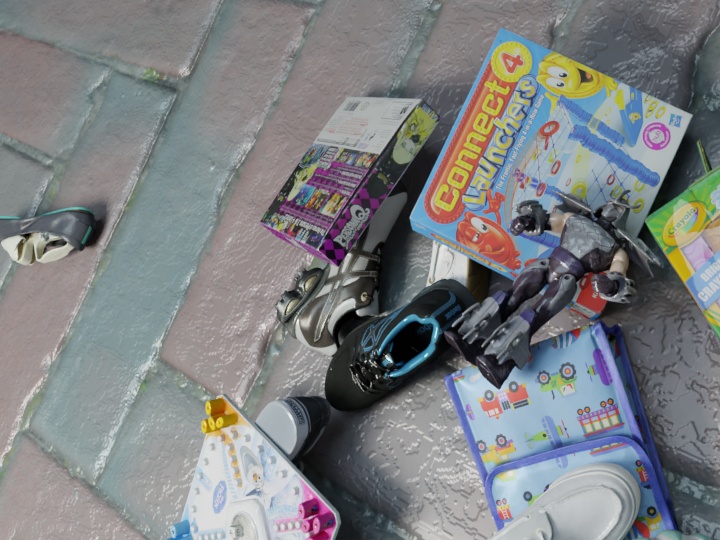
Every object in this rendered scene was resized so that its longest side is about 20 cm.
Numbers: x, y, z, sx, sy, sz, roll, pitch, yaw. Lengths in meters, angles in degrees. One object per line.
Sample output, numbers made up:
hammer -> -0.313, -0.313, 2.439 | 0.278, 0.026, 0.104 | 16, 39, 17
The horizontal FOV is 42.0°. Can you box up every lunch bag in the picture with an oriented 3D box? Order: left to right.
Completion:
lunch bag -> 0.180, 0.166, 0.816 | 0.148, 0.094, 0.204 | -22, 76, 23

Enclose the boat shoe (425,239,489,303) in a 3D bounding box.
boat shoe -> 0.096, -0.060, 0.948 | 0.068, 0.071, 0.205 | 1, 74, 30

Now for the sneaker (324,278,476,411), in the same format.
sneaker -> 0.023, 0.080, 0.912 | 0.074, 0.082, 0.200 | 50, 122, 4

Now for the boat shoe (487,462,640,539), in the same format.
boat shoe -> 0.140, 0.229, 0.764 | 0.199, 0.068, 0.073 | -35, 84, 24

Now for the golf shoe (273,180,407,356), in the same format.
golf shoe -> 0.000, 0.000, 0.999 | 0.094, 0.078, 0.201 | 39, 94, 14

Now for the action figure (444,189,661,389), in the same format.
action figure -> 0.162, 0.006, 0.783 | 0.200, 0.070, 0.130 | -46, 46, -5

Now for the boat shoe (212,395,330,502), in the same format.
boat shoe -> -0.098, 0.192, 0.981 | 0.074, 0.067, 0.200 | 53, 128, 24

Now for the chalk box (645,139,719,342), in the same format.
chalk box -> 0.318, -0.013, 0.758 | 0.123, 0.124, 0.203 | -34, 56, 16

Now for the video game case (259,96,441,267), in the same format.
video game case -> -0.018, -0.102, 0.992 | 0.183, 0.036, 0.199 | -55, 24, -6

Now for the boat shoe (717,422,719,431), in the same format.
boat shoe -> 0.365, 0.170, 0.698 | 0.091, 0.071, 0.201 | -43, 62, 10

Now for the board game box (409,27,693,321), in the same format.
board game box -> 0.173, -0.090, 0.871 | 0.193, 0.056, 0.203 | 26, 87, 9

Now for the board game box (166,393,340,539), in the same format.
board game box -> -0.117, 0.263, 0.941 | 0.199, 0.026, 0.203 | 37, 119, 36

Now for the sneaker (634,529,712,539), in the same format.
sneaker -> 0.209, 0.282, 0.692 | 0.197, 0.079, 0.140 | -24, 25, -5

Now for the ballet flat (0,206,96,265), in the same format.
ballet flat -> -0.447, -0.044, 1.293 | 0.196, 0.073, 0.075 | -4, 70, 29
